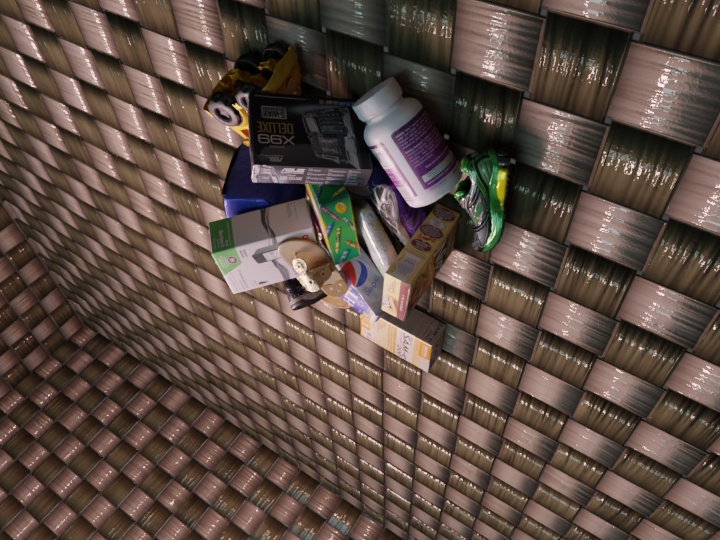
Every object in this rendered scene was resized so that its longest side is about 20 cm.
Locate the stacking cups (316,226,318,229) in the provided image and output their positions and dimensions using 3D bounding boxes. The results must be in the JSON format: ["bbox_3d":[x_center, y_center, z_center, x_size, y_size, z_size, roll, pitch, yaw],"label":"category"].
[{"bbox_3d":[-0.084,-0.157,1.310,0.060,0.061,0.200,26,146,23],"label":"stacking cups"}]

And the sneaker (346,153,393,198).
[{"bbox_3d":[-0.024,-0.219,1.151,0.199,0.081,0.115,26,147,24],"label":"sneaker"}]

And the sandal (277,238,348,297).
[{"bbox_3d":[-0.081,0.015,1.204,0.077,0.070,0.212,-28,142,16],"label":"sandal"}]

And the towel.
[{"bbox_3d":[0.014,-0.078,1.231,0.171,0.048,0.200,58,178,-26],"label":"towel"}]

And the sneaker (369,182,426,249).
[{"bbox_3d":[0.080,-0.111,1.148,0.081,0.083,0.200,44,176,30],"label":"sneaker"}]

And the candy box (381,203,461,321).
[{"bbox_3d":[0.113,-0.017,1.137,0.055,0.200,0.116,28,147,17],"label":"candy box"}]

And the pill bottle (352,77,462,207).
[{"bbox_3d":[0.076,-0.214,1.021,0.112,0.112,0.200,-10,123,52],"label":"pill bottle"}]

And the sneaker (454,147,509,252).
[{"bbox_3d":[0.199,-0.116,1.023,0.085,0.078,0.201,0,130,7],"label":"sneaker"}]

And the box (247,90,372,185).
[{"bbox_3d":[-0.090,-0.223,1.038,0.199,0.158,0.050,0,151,-16],"label":"box"}]

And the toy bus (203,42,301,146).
[{"bbox_3d":[-0.168,-0.307,1.165,0.200,0.136,0.192,-1,142,44],"label":"toy bus"}]

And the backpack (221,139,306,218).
[{"bbox_3d":[-0.199,-0.169,1.297,0.167,0.201,0.163,6,142,-6],"label":"backpack"}]

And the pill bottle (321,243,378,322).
[{"bbox_3d":[-0.012,0.015,1.390,0.200,0.120,0.120,36,148,8],"label":"pill bottle"}]

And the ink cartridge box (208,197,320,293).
[{"bbox_3d":[-0.182,-0.048,1.217,0.146,0.199,0.084,76,179,-54],"label":"ink cartridge box"}]

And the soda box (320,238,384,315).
[{"bbox_3d":[0.000,0.000,1.296,0.200,0.063,0.068,54,-178,7],"label":"soda box"}]

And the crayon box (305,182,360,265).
[{"bbox_3d":[-0.055,-0.115,1.138,0.200,0.058,0.119,79,168,-59],"label":"crayon box"}]

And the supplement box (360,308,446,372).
[{"bbox_3d":[0.099,0.144,1.472,0.200,0.074,0.126,27,146,21],"label":"supplement box"}]

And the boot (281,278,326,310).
[{"bbox_3d":[-0.134,0.003,1.443,0.073,0.203,0.154,-32,86,24],"label":"boot"}]

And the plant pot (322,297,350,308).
[{"bbox_3d":[-0.088,0.014,1.558,0.200,0.027,0.200,28,146,21],"label":"plant pot"}]
